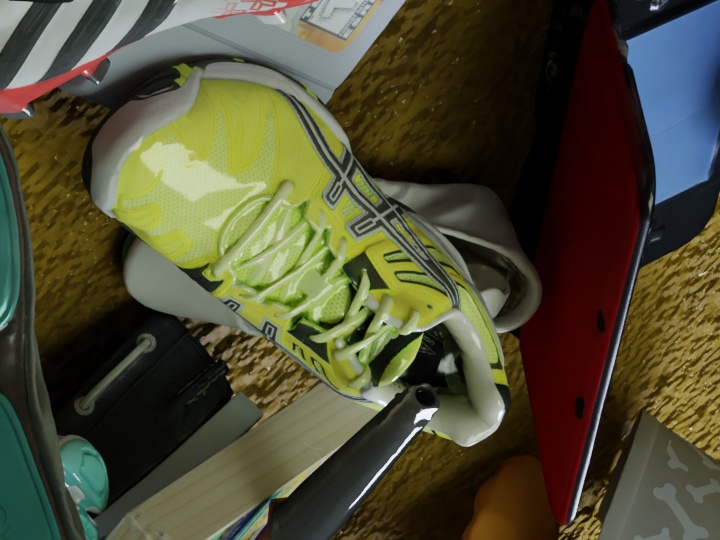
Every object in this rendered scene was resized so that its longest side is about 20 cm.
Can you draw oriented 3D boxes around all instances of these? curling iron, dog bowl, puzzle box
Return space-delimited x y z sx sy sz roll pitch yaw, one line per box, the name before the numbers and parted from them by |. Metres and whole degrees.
curling iron | -0.022 0.090 1.018 0.050 0.026 0.200 -46 174 -39
dog bowl | 0.121 0.168 1.333 0.200 0.058 0.201 21 90 -85
puzzle box | -0.076 0.119 1.090 0.133 0.025 0.200 -33 168 -43

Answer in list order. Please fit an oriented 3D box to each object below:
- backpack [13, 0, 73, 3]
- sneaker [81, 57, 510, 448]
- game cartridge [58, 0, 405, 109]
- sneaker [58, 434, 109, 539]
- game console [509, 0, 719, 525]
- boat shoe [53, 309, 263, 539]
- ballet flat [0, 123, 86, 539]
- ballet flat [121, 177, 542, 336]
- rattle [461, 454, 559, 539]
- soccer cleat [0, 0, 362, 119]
backpack | -0.064 -0.165 0.711 0.199 0.154 0.191 -1 132 -20
sneaker | -0.011 -0.005 0.965 0.075 0.076 0.200 -49 135 10
game cartridge | -0.016 -0.128 0.937 0.200 0.042 0.133 -52 153 13
sneaker | -0.175 0.123 0.992 0.200 0.091 0.078 -51 154 -5
game console | 0.124 -0.028 1.141 0.172 0.119 0.201 -25 145 -29
boat shoe | -0.128 0.097 1.055 0.200 0.060 0.076 -40 176 -10
ballet flat | -0.132 0.030 0.913 0.067 0.201 0.064 -13 -176 -14
ballet flat | 0.000 0.000 1.080 0.199 0.069 0.070 -2 130 -48
rattle | -0.006 0.177 1.323 0.130 0.143 0.200 26 128 -25
soccer cleat | -0.057 -0.107 0.828 0.199 0.069 0.085 -21 143 23
